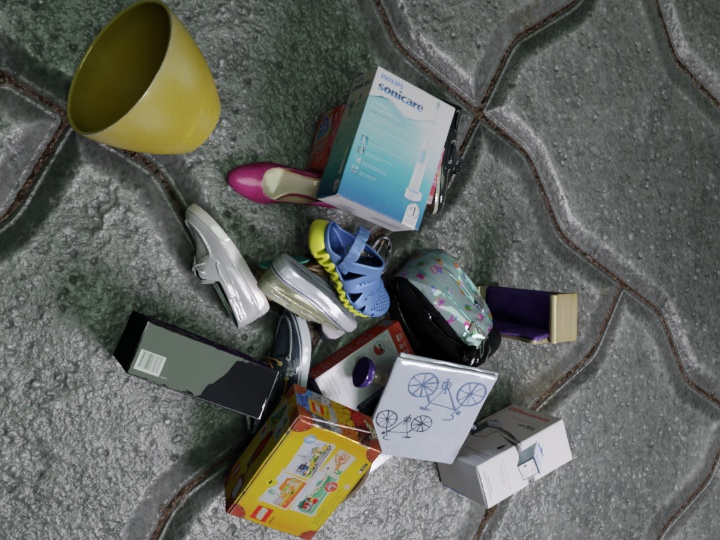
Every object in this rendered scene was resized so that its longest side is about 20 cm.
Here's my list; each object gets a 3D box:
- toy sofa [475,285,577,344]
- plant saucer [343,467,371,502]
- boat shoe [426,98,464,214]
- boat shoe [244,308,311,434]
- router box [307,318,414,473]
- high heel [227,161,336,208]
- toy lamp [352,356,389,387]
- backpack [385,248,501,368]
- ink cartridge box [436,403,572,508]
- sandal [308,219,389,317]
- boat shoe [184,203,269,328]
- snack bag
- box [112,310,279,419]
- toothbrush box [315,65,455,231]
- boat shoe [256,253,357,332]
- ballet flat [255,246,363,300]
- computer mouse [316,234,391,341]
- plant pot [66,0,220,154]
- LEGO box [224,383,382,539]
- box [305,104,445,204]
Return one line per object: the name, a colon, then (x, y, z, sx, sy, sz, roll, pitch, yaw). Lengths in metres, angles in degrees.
toy sofa: (0.275, 0.073, 1.211, 0.097, 0.200, 0.084, -1, 94, -32)
plant saucer: (-0.080, 0.305, 1.095, 0.198, 0.030, 0.201, -5, 119, -9)
boat shoe: (0.149, -0.198, 1.203, 0.066, 0.074, 0.201, 2, 82, -15)
boat shoe: (-0.133, 0.158, 1.076, 0.090, 0.071, 0.202, -1, 95, -33)
router box: (0.026, 0.215, 1.175, 0.179, 0.049, 0.201, -33, 107, -22)
high heel: (-0.101, -0.129, 1.066, 0.199, 0.096, 0.068, 13, 87, -27)
toy lamp: (0.084, 0.195, 1.144, 0.199, 0.058, 0.059, 24, 82, -27)
backpack: (0.136, 0.066, 1.177, 0.126, 0.167, 0.200, -41, 96, -29)
ink cartridge box: (0.254, 0.329, 1.242, 0.199, 0.146, 0.087, -22, 100, -25)
sandal: (0.000, 0.000, 1.051, 0.200, 0.086, 0.080, 54, 39, -40)
boat shoe: (-0.215, -0.003, 1.036, 0.068, 0.072, 0.201, -38, 117, -21)
snack bag: (0.109, 0.233, 1.127, 0.187, 0.021, 0.201, 12, 114, -20)
box: (-0.237, 0.134, 0.986, 0.199, 0.141, 0.079, 26, 79, -26)
toothbrush box: (0.038, -0.177, 1.033, 0.146, 0.085, 0.201, 20, 84, -26)
boat shoe: (-0.079, 0.044, 1.053, 0.062, 0.072, 0.200, -38, 132, 11)
ballet flat: (-0.075, 0.003, 1.103, 0.199, 0.068, 0.073, -19, 117, -35)
computer mouse: (-0.010, 0.027, 1.141, 0.058, 0.034, 0.201, 34, 88, -22)
plant pot: (-0.276, -0.239, 0.938, 0.142, 0.199, 0.201, 33, 77, -50)
LEGO box: (-0.088, 0.289, 1.024, 0.148, 0.077, 0.200, 29, 108, -24)
box: (0.026, -0.183, 1.128, 0.199, 0.094, 0.103, 18, 84, -26)
